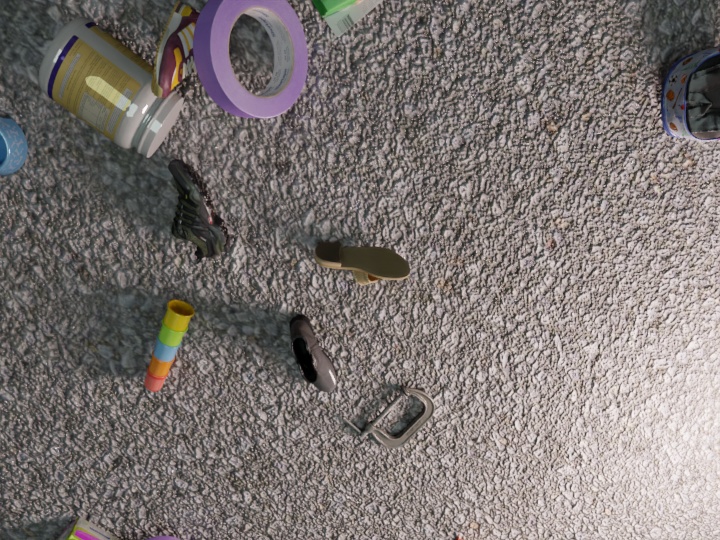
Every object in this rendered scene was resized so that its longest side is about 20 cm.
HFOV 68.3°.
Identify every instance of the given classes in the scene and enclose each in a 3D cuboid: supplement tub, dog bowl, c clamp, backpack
[{"bbox_3d":[-0.421,-0.307,0.912,0.197,0.146,0.147,35,103,-18],"label":"supplement tub"},{"bbox_3d":[-0.697,-0.258,0.943,0.111,0.050,0.201,-39,110,7],"label":"dog bowl"},{"bbox_3d":[0.080,0.351,1.280,0.199,0.027,0.171,-41,109,8],"label":"c clamp"},{"bbox_3d":[0.691,-0.350,1.046,0.183,0.154,0.208,-15,106,-10],"label":"backpack"}]

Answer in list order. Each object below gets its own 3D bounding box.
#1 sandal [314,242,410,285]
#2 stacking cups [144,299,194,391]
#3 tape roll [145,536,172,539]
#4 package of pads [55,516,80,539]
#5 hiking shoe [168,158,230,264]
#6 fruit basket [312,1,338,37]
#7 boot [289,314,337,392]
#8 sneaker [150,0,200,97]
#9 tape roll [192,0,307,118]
[{"bbox_3d":[0.001,-0.005,1.133,0.203,0.080,0.071,11,141,-4],"label":"sandal"},{"bbox_3d":[-0.416,0.162,1.135,0.059,0.061,0.204,22,110,-15],"label":"stacking cups"},{"bbox_3d":[-0.504,0.752,1.283,0.194,0.065,0.208,-13,116,-28],"label":"tape roll"},{"bbox_3d":[-0.686,0.710,1.283,0.154,0.069,0.201,40,100,-19],"label":"package of pads"},{"bbox_3d":[-0.334,-0.110,1.032,0.098,0.076,0.205,-24,112,-2],"label":"hiking shoe"},{"bbox_3d":[-0.020,-0.550,0.924,0.199,0.093,0.187,-41,111,-9],"label":"fruit basket"},{"bbox_3d":[-0.105,0.208,1.147,0.068,0.132,0.204,-27,111,3],"label":"boot"},{"bbox_3d":[-0.290,-0.365,0.893,0.087,0.207,0.075,17,150,-22],"label":"sneaker"},{"bbox_3d":[-0.184,-0.370,0.909,0.196,0.064,0.209,-16,113,-43],"label":"tape roll"}]
